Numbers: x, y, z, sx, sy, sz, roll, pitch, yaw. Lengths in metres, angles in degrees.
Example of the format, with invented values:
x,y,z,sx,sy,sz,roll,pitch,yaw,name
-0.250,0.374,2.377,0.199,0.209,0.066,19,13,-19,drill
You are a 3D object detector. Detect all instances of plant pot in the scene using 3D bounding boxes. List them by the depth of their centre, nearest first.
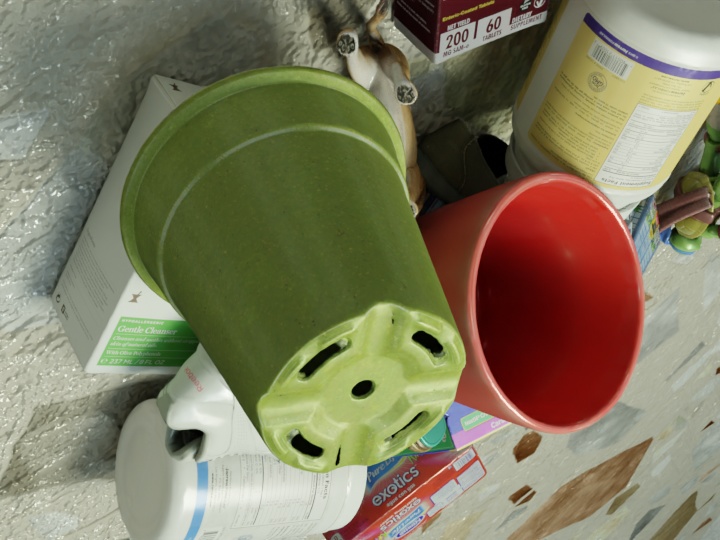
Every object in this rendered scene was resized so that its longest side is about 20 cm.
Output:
x,y,z,sx,sy,sz,roll,pitch,yaw,name
-0.029,0.013,0.620,0.198,0.191,0.201,-14,133,-15,plant pot
0.102,0.027,0.840,0.199,0.177,0.203,2,87,-37,plant pot

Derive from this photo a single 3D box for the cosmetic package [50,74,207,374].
x,y,z,sx,sy,sz,roll,pitch,yaw,name
-0.131,-0.026,0.738,0.107,0.085,0.201,5,127,-43,cosmetic package

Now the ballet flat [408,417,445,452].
x,y,z,sx,sy,sz,roll,pitch,yaw,name
0.012,0.075,0.928,0.068,0.072,0.201,-40,113,-42,ballet flat

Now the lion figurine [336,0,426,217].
x,y,z,sx,sy,sz,roll,pitch,yaw,name
0.018,-0.108,0.778,0.072,0.123,0.202,6,109,4,lion figurine

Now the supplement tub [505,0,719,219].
x,y,z,sx,sy,sz,roll,pitch,yaw,name
0.207,-0.146,0.827,0.144,0.146,0.201,-17,148,-30,supplement tub

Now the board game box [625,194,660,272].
x,y,z,sx,sy,sz,roll,pitch,yaw,name
0.245,-0.004,1.079,0.201,0.061,0.200,-62,151,-17,board game box

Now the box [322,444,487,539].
x,y,z,sx,sy,sz,roll,pitch,yaw,name
0.039,0.248,1.207,0.199,0.096,0.100,-37,146,-4,box

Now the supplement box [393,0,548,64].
x,y,z,sx,sy,sz,roll,pitch,yaw,name
0.084,-0.254,0.708,0.108,0.061,0.201,-25,143,-20,supplement box

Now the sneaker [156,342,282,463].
x,y,z,sx,sy,sz,roll,pitch,yaw,name
-0.104,0.113,0.801,0.099,0.078,0.200,-38,148,-6,sneaker

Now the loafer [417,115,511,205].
x,y,z,sx,sy,sz,roll,pitch,yaw,name
0.119,-0.078,0.930,0.070,0.075,0.199,-45,146,15,loafer

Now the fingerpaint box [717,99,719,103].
x,y,z,sx,sy,sz,roll,pitch,yaw,name
0.299,-0.235,0.926,0.166,0.073,0.201,-20,142,-26,fingerpaint box

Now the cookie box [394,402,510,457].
x,y,z,sx,sy,sz,roll,pitch,yaw,name
0.104,0.129,1.067,0.170,0.076,0.200,-20,176,-27,cookie box

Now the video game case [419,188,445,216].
x,y,z,sx,sy,sz,roll,pitch,yaw,name
0.000,0.000,0.940,0.201,0.023,0.182,-53,145,11,video game case

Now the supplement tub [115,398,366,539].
x,y,z,sx,sy,sz,roll,pitch,yaw,name
-0.109,0.180,0.934,0.198,0.132,0.133,3,128,-37,supplement tub

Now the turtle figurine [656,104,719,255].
x,y,z,sx,sy,sz,roll,pitch,yaw,name
0.436,-0.098,1.162,0.195,0.198,0.144,90,23,-44,turtle figurine
